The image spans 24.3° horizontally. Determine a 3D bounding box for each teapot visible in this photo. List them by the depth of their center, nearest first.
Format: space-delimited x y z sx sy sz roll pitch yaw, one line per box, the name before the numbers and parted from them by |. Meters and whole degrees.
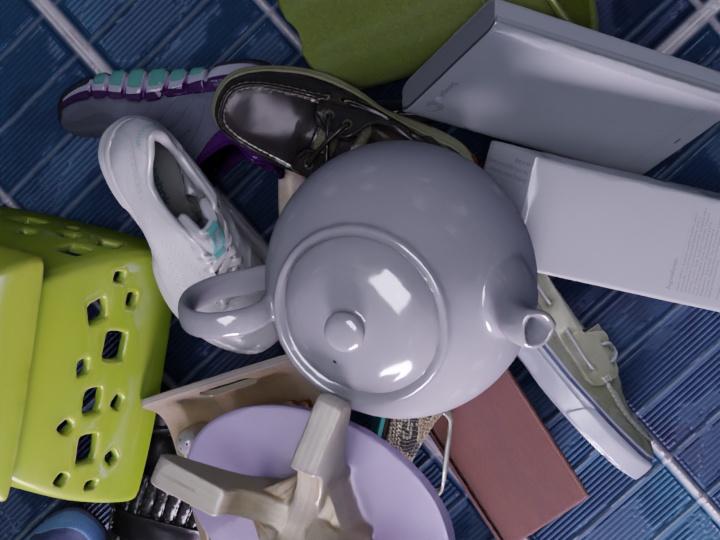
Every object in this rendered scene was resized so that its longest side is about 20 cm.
teapot | 0.010 0.017 1.084 0.197 0.146 0.200 44 120 5

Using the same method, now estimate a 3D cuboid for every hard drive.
hard drive | 0.146 -0.123 1.170 0.198 0.132 0.027 13 63 -23

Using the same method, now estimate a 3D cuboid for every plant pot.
plant pot | 0.043 -0.219 1.193 0.189 0.200 0.202 -21 93 20
plant pot | -0.272 0.059 1.220 0.197 0.181 0.202 12 95 26

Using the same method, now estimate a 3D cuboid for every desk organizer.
desk organizer | 0.088 0.103 1.264 0.077 0.072 0.201 -33 91 6

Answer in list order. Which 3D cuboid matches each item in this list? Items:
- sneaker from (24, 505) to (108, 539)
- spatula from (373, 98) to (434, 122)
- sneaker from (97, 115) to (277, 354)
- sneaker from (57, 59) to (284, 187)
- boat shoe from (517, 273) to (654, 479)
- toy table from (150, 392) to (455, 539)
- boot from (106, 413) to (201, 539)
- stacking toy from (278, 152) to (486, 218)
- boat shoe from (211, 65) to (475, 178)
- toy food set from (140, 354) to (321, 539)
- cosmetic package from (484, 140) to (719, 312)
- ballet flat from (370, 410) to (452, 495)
sneaker | -0.274 0.271 1.319 0.074 0.082 0.200 43 97 2
spatula | 0.076 -0.124 1.266 0.198 0.021 0.057 -4 83 10
sneaker | -0.112 -0.019 1.185 0.075 0.088 0.201 -41 111 -19
sneaker | -0.144 -0.101 1.244 0.198 0.074 0.089 -5 75 27
boat shoe | 0.159 0.065 1.252 0.062 0.072 0.200 -40 88 7
toy table | -0.041 0.165 1.103 0.198 0.117 0.186 13 92 15
boot | -0.099 0.185 1.288 0.209 0.079 0.160 4 89 17
stacking toy | 0.039 -0.061 1.252 0.198 0.085 0.086 2 96 3
boat shoe | -0.007 -0.089 1.170 0.198 0.065 0.074 16 106 -10
toy food set | -0.073 0.171 1.194 0.142 0.060 0.202 -19 85 27
cosmetic package | 0.188 -0.029 1.190 0.198 0.113 0.082 13 97 -17
ballet flat | 0.023 0.156 1.220 0.075 0.068 0.201 20 107 -11
